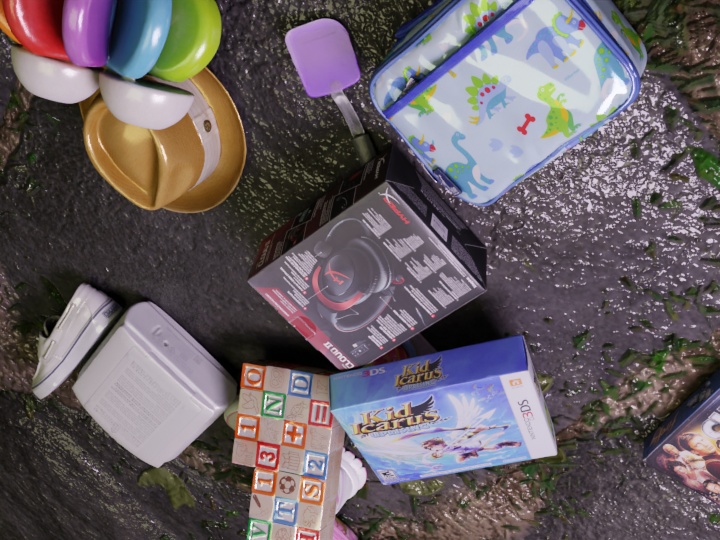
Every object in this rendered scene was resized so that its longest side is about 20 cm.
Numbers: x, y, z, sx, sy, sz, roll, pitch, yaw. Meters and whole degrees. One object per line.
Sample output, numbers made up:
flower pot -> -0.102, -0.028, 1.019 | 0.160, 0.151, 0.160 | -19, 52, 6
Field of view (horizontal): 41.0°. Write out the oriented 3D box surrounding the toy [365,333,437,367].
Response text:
toy -> 0.026, 0.106, 1.050 | 0.200, 0.047, 0.115 | 44, 129, -14

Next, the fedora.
fedora -> -0.210, -0.128, 0.947 | 0.199, 0.082, 0.202 | 13, 130, 15

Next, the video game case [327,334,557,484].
video game case -> 0.089, 0.150, 0.988 | 0.198, 0.046, 0.182 | -13, 140, 13

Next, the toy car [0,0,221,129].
toy car -> -0.220, -0.220, 0.808 | 0.198, 0.150, 0.176 | 18, 101, 10

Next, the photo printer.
photo printer -> -0.261, 0.149, 1.189 | 0.166, 0.070, 0.200 | 43, 131, -3

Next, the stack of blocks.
stack of blocks -> -0.082, 0.209, 1.097 | 0.114, 0.059, 0.202 | 6, 91, 16

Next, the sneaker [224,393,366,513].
sneaker -> -0.086, 0.226, 1.164 | 0.199, 0.088, 0.081 | 37, 131, -5

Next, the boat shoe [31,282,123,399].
boat shoe -> -0.368, 0.087, 1.194 | 0.066, 0.072, 0.200 | 42, 130, -6

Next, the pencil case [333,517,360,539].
pencil case -> -0.046, 0.351, 1.251 | 0.083, 0.087, 0.200 | -38, 107, 8

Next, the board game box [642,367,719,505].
board game box -> 0.388, 0.155, 0.937 | 0.135, 0.035, 0.201 | 29, 132, 1

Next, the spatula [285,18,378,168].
spatula -> -0.007, -0.136, 0.892 | 0.056, 0.021, 0.201 | -17, 123, 15

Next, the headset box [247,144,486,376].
headset box -> 0.000, 0.000, 0.929 | 0.199, 0.075, 0.149 | -35, 113, 27

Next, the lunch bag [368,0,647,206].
lunch bag -> 0.114, -0.160, 0.785 | 0.199, 0.083, 0.161 | -32, 106, 37
